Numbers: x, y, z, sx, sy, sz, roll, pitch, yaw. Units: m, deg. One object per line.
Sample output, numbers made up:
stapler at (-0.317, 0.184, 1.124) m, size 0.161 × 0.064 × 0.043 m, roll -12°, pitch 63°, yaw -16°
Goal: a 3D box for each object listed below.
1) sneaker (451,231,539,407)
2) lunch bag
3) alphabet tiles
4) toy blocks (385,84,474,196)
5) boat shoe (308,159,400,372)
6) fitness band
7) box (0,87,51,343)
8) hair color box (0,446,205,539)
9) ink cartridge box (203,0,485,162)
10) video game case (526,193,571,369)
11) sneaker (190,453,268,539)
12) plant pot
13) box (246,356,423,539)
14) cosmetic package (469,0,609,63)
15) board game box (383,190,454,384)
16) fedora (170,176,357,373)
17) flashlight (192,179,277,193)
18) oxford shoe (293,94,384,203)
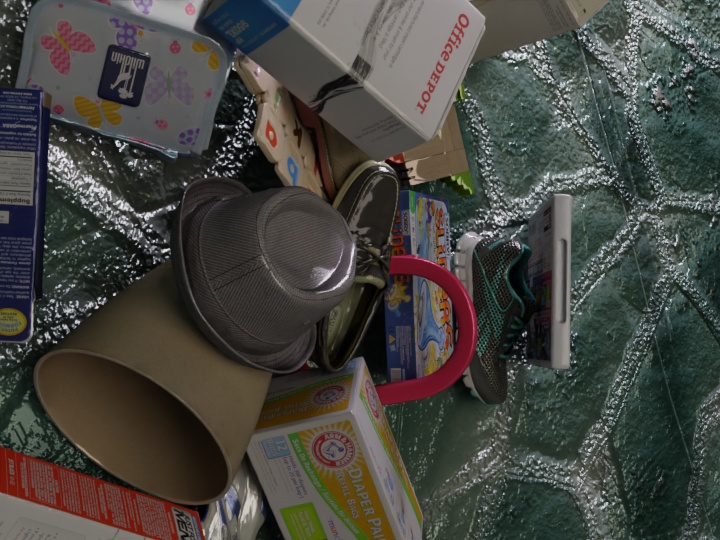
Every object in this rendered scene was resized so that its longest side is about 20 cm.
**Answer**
sneaker at (0.157, 0.055, 1.129) m, size 0.078 × 0.091 × 0.201 m, roll -11°, pitch 96°, yaw -59°
lunch bag at (-0.189, -0.208, 0.858) m, size 0.169 × 0.127 × 0.201 m, roll 18°, pitch 80°, yaw -15°
alphabet tiles at (-0.060, -0.146, 0.931) m, size 0.200 × 0.015 × 0.196 m, roll 59°, pitch 26°, yaw -43°
toy blocks at (0.031, -0.162, 1.067) m, size 0.136 × 0.100 × 0.201 m, roll -16°, pitch 97°, yaw -24°
boat shoe at (-0.001, 0.000, 0.927) m, size 0.072 × 0.066 × 0.201 m, roll 13°, pitch 102°, yaw -36°
fitness band at (0.016, 0.061, 0.989) m, size 0.037 × 0.199 × 0.144 m, roll -7°, pitch 88°, yaw -78°
box at (-0.314, -0.045, 0.796) m, size 0.121 × 0.032 × 0.201 m, roll 3°, pitch 90°, yaw -6°
hair color box at (-0.240, 0.230, 0.828) m, size 0.200 × 0.064 × 0.111 m, roll 29°, pitch 106°, yaw -31°
ink cartridge box at (-0.008, -0.210, 0.843) m, size 0.200 × 0.084 × 0.145 m, roll 37°, pitch 62°, yaw -23°
video game case at (0.212, 0.018, 1.133) m, size 0.023 × 0.200 × 0.183 m, roll 1°, pitch 86°, yaw 2°
sneaker at (-0.139, 0.267, 0.932) m, size 0.088 × 0.075 × 0.201 m, roll 8°, pitch 74°, yaw -28°
plant pot at (-0.146, 0.066, 0.877) m, size 0.187 × 0.187 × 0.200 m, roll 52°, pitch 47°, yaw -22°
box at (-0.021, 0.199, 0.952) m, size 0.101 × 0.112 × 0.201 m, roll -77°, pitch 149°, yaw -65°
cosmetic package at (0.179, -0.297, 1.104) m, size 0.105 × 0.200 × 0.071 m, roll -45°, pitch 112°, yaw -30°
board game box at (0.063, 0.020, 1.067) m, size 0.135 × 0.034 × 0.201 m, roll -1°, pitch 89°, yaw -68°
fedora at (-0.064, -0.010, 0.822) m, size 0.200 × 0.090 × 0.177 m, roll -7°, pitch 74°, yaw -63°
flashlight at (-0.075, -0.051, 0.994) m, size 0.199 × 0.068 × 0.068 m, roll -5°, pitch 65°, yaw -33°
oxford shoe at (0.000, -0.115, 0.944) m, size 0.071 × 0.075 × 0.200 m, roll -72°, pitch 144°, yaw -56°
